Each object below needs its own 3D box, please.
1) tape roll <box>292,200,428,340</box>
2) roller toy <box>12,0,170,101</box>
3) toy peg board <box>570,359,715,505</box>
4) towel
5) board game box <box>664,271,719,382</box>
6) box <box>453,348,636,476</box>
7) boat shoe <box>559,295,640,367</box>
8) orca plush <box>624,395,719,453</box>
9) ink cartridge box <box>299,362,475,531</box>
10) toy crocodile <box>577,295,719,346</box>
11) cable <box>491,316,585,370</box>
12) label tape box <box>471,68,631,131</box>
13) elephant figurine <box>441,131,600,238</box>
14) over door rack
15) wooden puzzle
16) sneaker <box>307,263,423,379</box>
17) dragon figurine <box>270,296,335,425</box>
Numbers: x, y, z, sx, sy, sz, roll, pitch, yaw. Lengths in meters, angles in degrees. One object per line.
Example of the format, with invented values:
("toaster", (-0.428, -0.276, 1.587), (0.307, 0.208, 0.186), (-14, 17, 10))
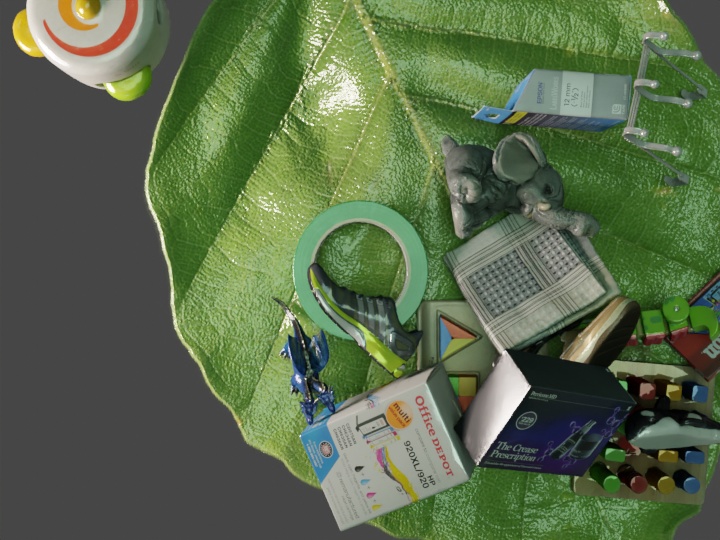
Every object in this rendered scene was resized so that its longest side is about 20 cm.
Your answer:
("tape roll", (0.000, 0.000, 1.382), (0.196, 0.048, 0.205), (0, 91, 0))
("roller toy", (-0.370, -0.359, 1.332), (0.197, 0.140, 0.185), (25, 90, 0))
("toy peg board", (0.418, 0.238, 1.360), (0.195, 0.098, 0.204), (5, 91, 0))
("towel", (0.241, 0.002, 1.342), (0.198, 0.035, 0.194), (-28, 56, 0))
("board game box", (0.541, 0.057, 1.371), (0.200, 0.019, 0.103), (-43, 60, 1))
("box", (0.245, 0.192, 1.249), (0.197, 0.079, 0.143), (12, 117, -33))
("boat shoe", (0.312, 0.109, 1.324), (0.076, 0.071, 0.202), (50, 117, 40))
("orca plush", (0.441, 0.199, 1.295), (0.196, 0.106, 0.072), (-4, 61, -12))
("ink cartridge box", (0.046, 0.241, 1.318), (0.197, 0.145, 0.149), (-24, 90, 14))
("toy crocodile", (0.413, 0.081, 1.357), (0.196, 0.068, 0.063), (-8, 66, 12))
("cable", (0.260, 0.084, 1.367), (0.097, 0.050, 0.201), (43, 79, -30))
("label tape box", (0.264, -0.241, 1.329), (0.196, 0.143, 0.067), (6, 92, 0))
("elephant figurine", (0.224, -0.121, 1.341), (0.196, 0.142, 0.158), (-10, 105, 7))
("over door rack", (0.434, -0.219, 1.299), (0.066, 0.199, 0.150), (8, 80, 39))
("wooden puzzle", (0.182, 0.138, 1.384), (0.196, 0.046, 0.189), (-1, 91, 0))
("sneaker", (0.005, 0.057, 1.331), (0.200, 0.074, 0.081), (44, 84, -8))
("dragon figurine", (-0.079, 0.121, 1.348), (0.058, 0.099, 0.204), (-7, 75, -17))
